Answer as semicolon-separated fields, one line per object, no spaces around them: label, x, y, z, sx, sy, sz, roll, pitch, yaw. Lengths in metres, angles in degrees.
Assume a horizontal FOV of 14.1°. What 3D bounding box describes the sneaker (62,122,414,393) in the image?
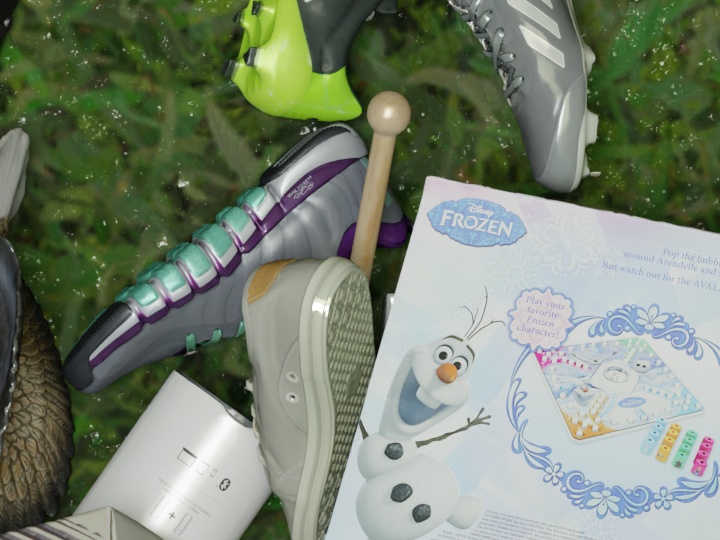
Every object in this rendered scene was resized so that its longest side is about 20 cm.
sneaker;-0.060;0.014;1.528;0.200;0.074;0.088;-40;97;-2

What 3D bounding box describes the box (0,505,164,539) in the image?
box;-0.192;0.179;1.443;0.199;0.082;0.069;-15;64;16

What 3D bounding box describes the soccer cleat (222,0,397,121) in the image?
soccer cleat;-0.017;-0.176;1.548;0.081;0.067;0.201;14;82;-24

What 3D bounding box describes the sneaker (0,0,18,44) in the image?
sneaker;-0.217;-0.169;1.532;0.087;0.076;0.201;28;86;6

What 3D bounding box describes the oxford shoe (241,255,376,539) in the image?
oxford shoe;-0.028;0.070;1.464;0.057;0.201;0.075;16;43;21

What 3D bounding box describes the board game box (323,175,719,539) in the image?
board game box;0.103;0.069;1.428;0.199;0.043;0.200;12;74;15

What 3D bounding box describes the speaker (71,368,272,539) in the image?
speaker;-0.121;0.155;1.512;0.081;0.081;0.200;35;86;0

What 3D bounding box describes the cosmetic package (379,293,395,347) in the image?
cosmetic package;0.106;0.093;1.539;0.199;0.052;0.152;3;90;-2

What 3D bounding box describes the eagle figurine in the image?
eagle figurine;-0.205;0.038;1.488;0.200;0.151;0.151;53;128;16

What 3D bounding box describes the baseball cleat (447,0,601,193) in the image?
baseball cleat;0.068;-0.137;1.538;0.106;0.070;0.201;-2;76;-13

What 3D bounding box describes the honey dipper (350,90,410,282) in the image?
honey dipper;0.000;0.000;1.502;0.038;0.038;0.201;10;114;-1
